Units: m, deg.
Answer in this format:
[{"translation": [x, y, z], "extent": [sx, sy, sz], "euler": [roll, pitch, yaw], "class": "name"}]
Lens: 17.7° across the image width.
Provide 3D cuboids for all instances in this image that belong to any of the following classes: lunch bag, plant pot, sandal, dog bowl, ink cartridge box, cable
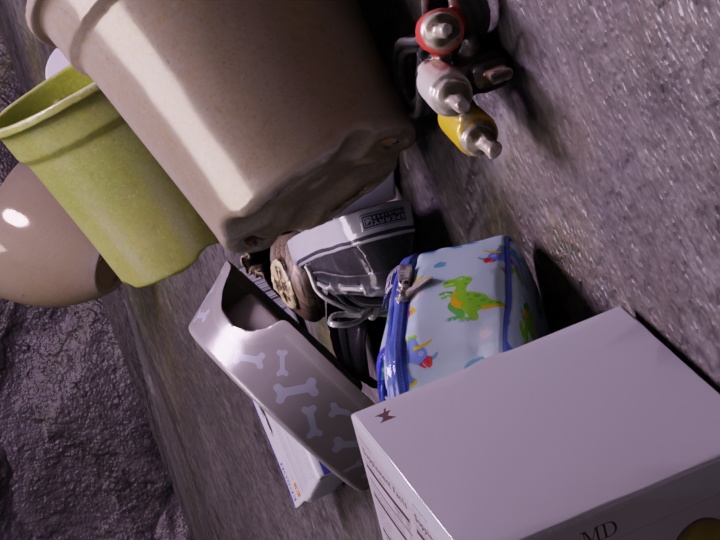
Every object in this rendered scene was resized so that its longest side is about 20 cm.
[{"translation": [0.066, 0.095, 1.238], "extent": [0.161, 0.082, 0.201], "euler": [-81, -21, -61], "class": "lunch bag"}, {"translation": [-0.193, -0.094, 2.005], "extent": [0.185, 0.200, 0.200], "euler": [60, 170, -14], "class": "plant pot"}, {"translation": [-0.066, -0.121, 1.366], "extent": [0.184, 0.200, 0.201], "euler": [58, 166, 12], "class": "plant pot"}, {"translation": [-0.006, 0.023, 1.642], "extent": [0.075, 0.048, 0.201], "euler": [134, 115, -77], "class": "sandal"}, {"translation": [-0.043, 0.081, 1.672], "extent": [0.200, 0.059, 0.200], "euler": [44, 179, 1], "class": "dog bowl"}, {"translation": [-0.354, -0.038, 2.838], "extent": [0.134, 0.201, 0.201], "euler": [21, 144, 23], "class": "plant pot"}, {"translation": [-0.067, 0.105, 2.069], "extent": [0.200, 0.040, 0.201], "euler": [121, 127, -75], "class": "ink cartridge box"}, {"translation": [0.033, -0.114, 1.228], "extent": [0.200, 0.050, 0.098], "euler": [-156, 45, -72], "class": "cable"}]

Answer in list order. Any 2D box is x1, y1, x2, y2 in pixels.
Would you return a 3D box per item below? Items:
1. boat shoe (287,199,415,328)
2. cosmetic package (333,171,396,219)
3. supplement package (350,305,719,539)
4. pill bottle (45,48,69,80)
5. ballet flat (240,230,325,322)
[{"translation": [0.003, -0.001, 1.500], "extent": [0.199, 0.073, 0.069], "euler": [160, 97, -74], "class": "boat shoe"}, {"translation": [-0.039, -0.135, 1.519], "extent": [0.083, 0.050, 0.200], "euler": [83, 162, -52], "class": "cosmetic package"}, {"translation": [0.108, 0.155, 1.101], "extent": [0.151, 0.151, 0.201], "euler": [-132, 25, -59], "class": "supplement package"}, {"translation": [-0.258, -0.141, 2.333], "extent": [0.200, 0.115, 0.116], "euler": [87, 158, -55], "class": "pill bottle"}, {"translation": [-0.058, -0.001, 1.683], "extent": [0.200, 0.046, 0.068], "euler": [-129, 28, -76], "class": "ballet flat"}]
